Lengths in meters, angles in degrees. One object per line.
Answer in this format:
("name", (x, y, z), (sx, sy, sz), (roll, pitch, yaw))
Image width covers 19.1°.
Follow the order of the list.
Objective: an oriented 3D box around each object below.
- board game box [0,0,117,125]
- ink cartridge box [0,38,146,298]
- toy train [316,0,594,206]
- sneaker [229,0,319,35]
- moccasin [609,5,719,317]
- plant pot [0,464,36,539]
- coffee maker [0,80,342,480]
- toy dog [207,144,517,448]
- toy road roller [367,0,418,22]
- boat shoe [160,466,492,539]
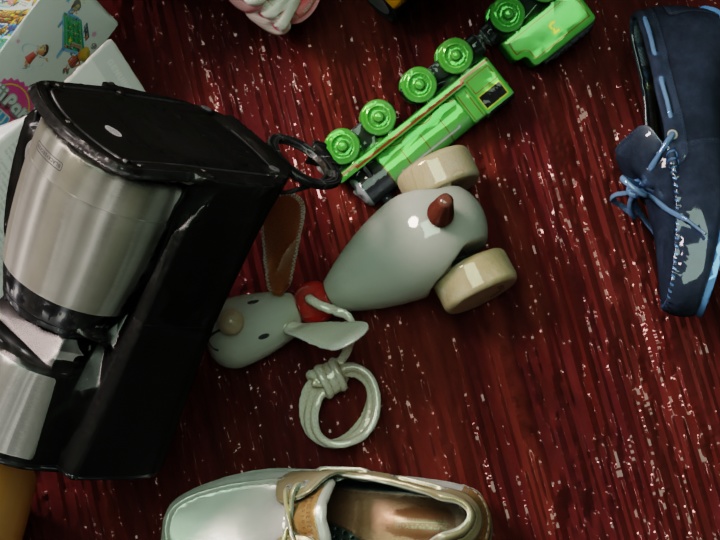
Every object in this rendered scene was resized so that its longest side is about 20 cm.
("board game box", (-0.263, -0.107, 1.323), (0.147, 0.064, 0.200), (24, 75, 45))
("ink cartridge box", (-0.194, -0.022, 1.283), (0.200, 0.160, 0.047), (-45, 41, -17))
("toy train", (0.060, -0.114, 1.331), (0.200, 0.042, 0.056), (-39, 93, 0))
("sneaker", (-0.066, -0.200, 1.293), (0.105, 0.200, 0.075), (38, 92, 2))
("moccasin", (0.183, -0.066, 1.290), (0.068, 0.081, 0.201), (8, 62, -6))
("plant pot", (-0.280, 0.173, 1.228), (0.199, 0.201, 0.184), (19, 62, 11))
("coffee maker", (-0.126, 0.013, 1.209), (0.191, 0.135, 0.201), (15, 113, -22))
("toy dog", (0.000, 0.000, 1.274), (0.200, 0.096, 0.132), (-45, 73, -3))
("toy road roller", (0.022, -0.247, 1.293), (0.123, 0.200, 0.146), (-43, 96, -5))
("boat shoe", (-0.023, 0.146, 1.256), (0.199, 0.068, 0.075), (-5, 74, 5))
